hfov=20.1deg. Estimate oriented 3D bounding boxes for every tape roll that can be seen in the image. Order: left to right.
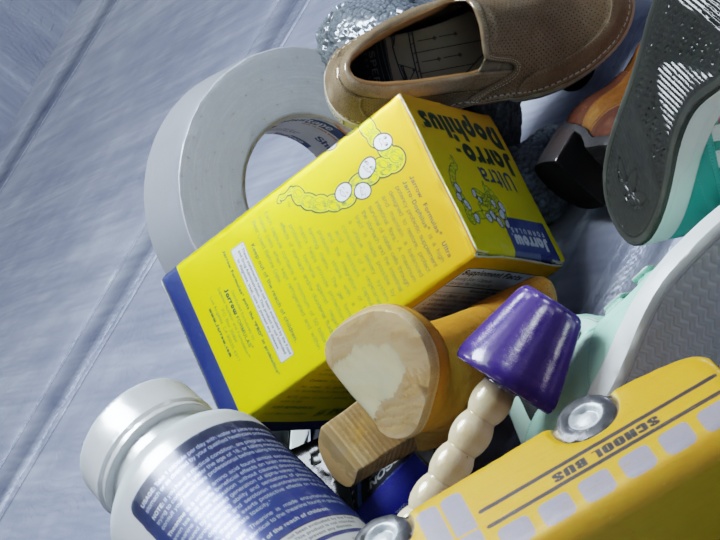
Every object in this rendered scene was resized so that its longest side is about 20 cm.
[{"bbox_3d":[-0.047,-0.051,1.411,0.066,0.200,0.201,-15,45,62],"label":"tape roll"}]

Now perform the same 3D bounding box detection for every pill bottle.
[{"bbox_3d":[-0.067,0.147,1.111,0.200,0.111,0.111,40,96,37],"label":"pill bottle"}]

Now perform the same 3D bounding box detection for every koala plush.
[{"bbox_3d":[0.091,-0.155,1.322,0.200,0.184,0.177,-48,18,-12],"label":"koala plush"}]

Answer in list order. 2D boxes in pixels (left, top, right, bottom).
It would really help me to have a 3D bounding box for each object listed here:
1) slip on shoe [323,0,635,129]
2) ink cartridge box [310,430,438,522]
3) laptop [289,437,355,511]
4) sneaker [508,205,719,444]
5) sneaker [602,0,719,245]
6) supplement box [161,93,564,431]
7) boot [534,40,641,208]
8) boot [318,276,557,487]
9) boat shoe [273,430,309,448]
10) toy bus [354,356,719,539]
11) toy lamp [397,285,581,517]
[{"bbox_3d":[0.074,-0.138,1.205,0.198,0.077,0.061,-16,-12,-7],"label":"slip on shoe"},{"bbox_3d":[0.013,0.120,1.244,0.100,0.039,0.200,-48,22,19],"label":"ink cartridge box"},{"bbox_3d":[-0.063,0.224,1.203,0.199,0.103,0.178,-24,56,16],"label":"laptop"},{"bbox_3d":[0.140,0.023,1.030,0.201,0.073,0.118,-54,26,14],"label":"sneaker"},{"bbox_3d":[0.203,-0.095,0.991,0.201,0.120,0.084,108,144,-47],"label":"sneaker"},{"bbox_3d":[0.000,0.000,1.204,0.199,0.109,0.110,-36,69,26],"label":"supplement box"},{"bbox_3d":[0.205,-0.123,1.169,0.201,0.068,0.188,-53,11,-11],"label":"boot"},{"bbox_3d":[0.052,0.039,1.104,0.144,0.071,0.202,-33,-15,-24],"label":"boot"},{"bbox_3d":[-0.065,0.150,1.297,0.201,0.060,0.076,-92,10,-52],"label":"boat shoe"},{"bbox_3d":[0.087,0.119,0.896,0.199,0.065,0.078,-30,31,-1],"label":"toy bus"},{"bbox_3d":[0.043,0.100,0.995,0.201,0.058,0.058,-58,19,1],"label":"toy lamp"}]
